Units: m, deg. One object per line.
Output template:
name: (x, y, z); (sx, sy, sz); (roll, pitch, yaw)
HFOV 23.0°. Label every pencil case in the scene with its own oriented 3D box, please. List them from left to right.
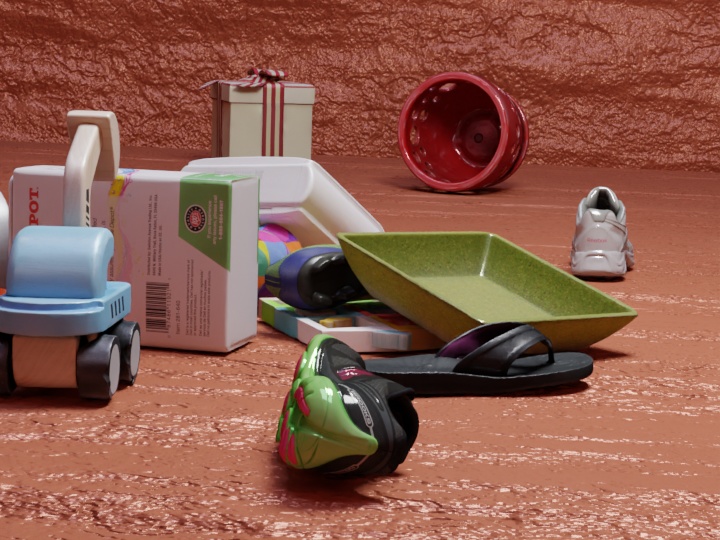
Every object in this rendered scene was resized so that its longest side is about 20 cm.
pencil case: (-0.135, -0.008, 1.648); (0.088, 0.089, 0.200); (7, 0, 32)

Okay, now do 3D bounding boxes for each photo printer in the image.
photo printer: (-0.074, -0.046, 1.818); (0.166, 0.070, 0.200); (1, -23, 30)

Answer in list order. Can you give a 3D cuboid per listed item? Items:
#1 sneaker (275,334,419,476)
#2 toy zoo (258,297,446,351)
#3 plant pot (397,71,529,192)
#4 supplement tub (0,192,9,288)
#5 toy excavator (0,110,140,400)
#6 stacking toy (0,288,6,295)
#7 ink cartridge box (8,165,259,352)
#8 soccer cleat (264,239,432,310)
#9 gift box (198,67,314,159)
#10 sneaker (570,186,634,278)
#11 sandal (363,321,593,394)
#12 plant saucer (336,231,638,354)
sneaker: (-0.007, 0.095, 1.126); (0.084, 0.077, 0.200); (19, 10, -5)
toy zoo: (0.001, 0.049, 1.578); (0.131, 0.021, 0.200); (-1, 9, -23)
plant pot: (0.186, -0.230, 3.019); (0.200, 0.201, 0.182); (6, 1, 24)
supplement tub: (-0.418, -0.018, 1.544); (0.200, 0.132, 0.132); (-4, 10, -42)
toy excavator: (-0.215, -0.016, 1.332); (0.100, 0.201, 0.194); (3, 8, 4)
stacking toy: (-0.325, 0.040, 1.400); (0.199, 0.086, 0.085); (8, 7, -10)
ink cartridge box: (-0.193, -0.013, 1.518); (0.199, 0.145, 0.084); (4, 8, 14)
soccer cleat: (0.000, -0.001, 1.624); (0.200, 0.065, 0.084); (-6, 9, -43)
gift box: (-0.194, -0.277, 3.256); (0.199, 0.187, 0.184); (0, 8, -22)
sneaker: (0.286, -0.050, 2.071); (0.078, 0.100, 0.200); (3, 8, 5)
sandal: (0.094, 0.067, 1.374); (0.200, 0.048, 0.075); (-2, 9, -21)
plant saucer: (0.106, 0.024, 1.548); (0.200, 0.048, 0.200); (-2, 24, -41)
